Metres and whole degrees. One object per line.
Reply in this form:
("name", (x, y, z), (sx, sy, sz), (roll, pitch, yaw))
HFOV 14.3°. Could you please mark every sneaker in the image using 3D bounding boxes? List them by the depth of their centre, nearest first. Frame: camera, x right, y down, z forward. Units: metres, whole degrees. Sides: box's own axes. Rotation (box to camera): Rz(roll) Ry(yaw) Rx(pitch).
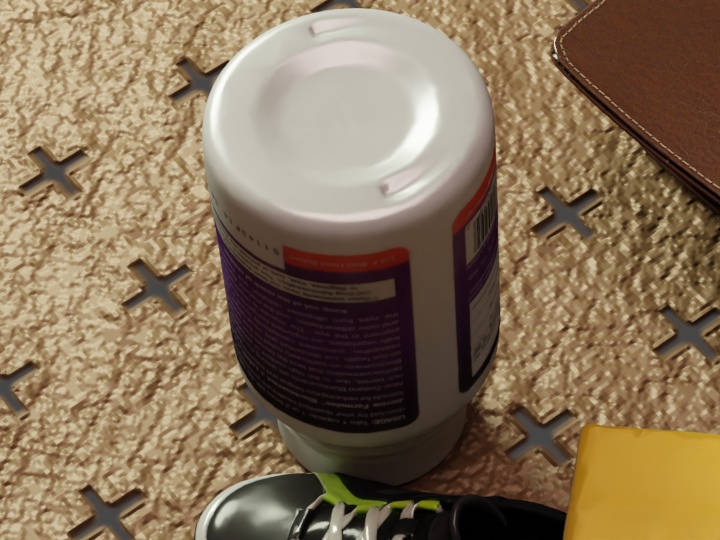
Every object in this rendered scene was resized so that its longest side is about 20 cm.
("sneaker", (0.030, 0.106, 1.139), (0.199, 0.083, 0.072), (10, 55, 11))

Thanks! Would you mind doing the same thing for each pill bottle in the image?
("pill bottle", (0.000, 0.000, 1.146), (0.111, 0.200, 0.112), (-2, 53, 2))

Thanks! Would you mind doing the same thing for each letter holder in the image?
("letter holder", (0.189, -0.046, 1.224), (0.142, 0.101, 0.200), (-38, 60, -25))

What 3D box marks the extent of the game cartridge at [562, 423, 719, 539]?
("game cartridge", (0.151, 0.159, 1.038), (0.176, 0.032, 0.201), (4, 71, 18))
